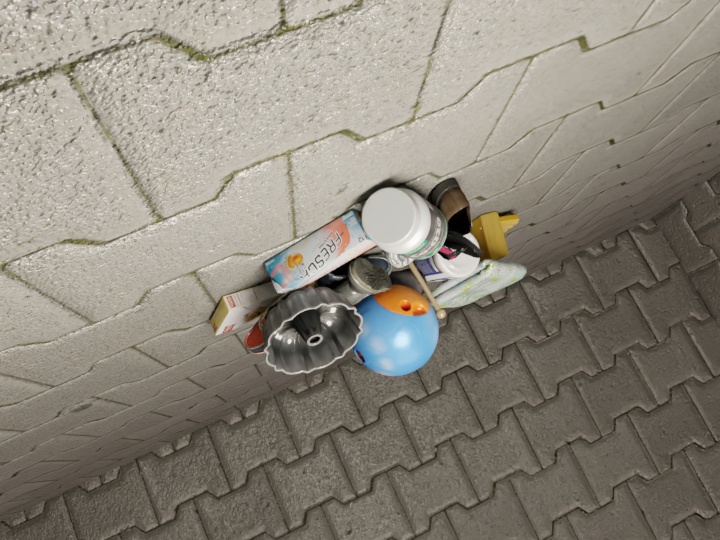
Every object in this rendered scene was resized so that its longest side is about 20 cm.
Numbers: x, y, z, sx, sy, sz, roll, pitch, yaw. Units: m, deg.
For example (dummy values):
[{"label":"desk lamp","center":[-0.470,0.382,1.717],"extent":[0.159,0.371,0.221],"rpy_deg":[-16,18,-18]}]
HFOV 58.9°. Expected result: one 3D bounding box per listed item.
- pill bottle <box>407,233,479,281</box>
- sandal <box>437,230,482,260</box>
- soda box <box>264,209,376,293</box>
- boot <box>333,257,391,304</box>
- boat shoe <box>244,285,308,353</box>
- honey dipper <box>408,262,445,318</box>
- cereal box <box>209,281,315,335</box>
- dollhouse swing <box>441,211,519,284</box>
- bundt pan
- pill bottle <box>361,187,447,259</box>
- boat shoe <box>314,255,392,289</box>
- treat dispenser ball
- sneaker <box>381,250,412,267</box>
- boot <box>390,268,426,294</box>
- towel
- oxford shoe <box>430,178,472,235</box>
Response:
[{"label":"pill bottle","center":[0.185,-0.032,1.499],"extent":[0.110,0.112,0.200],"rpy_deg":[-21,-178,-21]},{"label":"sandal","center":[0.151,-0.053,1.247],"extent":[0.045,0.199,0.075],"rpy_deg":[-58,142,-12]},{"label":"soda box","center":[-0.071,-0.031,1.154],"extent":[0.199,0.064,0.068],"rpy_deg":[-30,167,16]},{"label":"boot","center":[-0.049,0.052,1.315],"extent":[0.199,0.073,0.182],"rpy_deg":[-22,159,19]},{"label":"boat shoe","center":[-0.169,0.097,1.287],"extent":[0.200,0.071,0.062],"rpy_deg":[-38,151,19]},{"label":"honey dipper","center":[0.137,0.021,1.452],"extent":[0.038,0.201,0.038],"rpy_deg":[-30,169,-7]},{"label":"cereal box","center":[-0.206,0.069,1.338],"extent":[0.199,0.040,0.144],"rpy_deg":[-19,164,-30]},{"label":"dollhouse swing","center":[0.332,-0.043,1.692],"extent":[0.175,0.183,0.200],"rpy_deg":[7,151,-30]},{"label":"bundt pan","center":[-0.099,0.107,1.227],"extent":[0.201,0.076,0.203],"rpy_deg":[-17,139,-15]},{"label":"pill bottle","center":[0.079,-0.082,1.126],"extent":[0.113,0.114,0.200],"rpy_deg":[-30,167,17]},{"label":"boat shoe","center":[0.000,0.000,1.398],"extent":[0.199,0.071,0.091],"rpy_deg":[-18,164,-30]},{"label":"treat dispenser ball","center":[0.073,0.131,1.412],"extent":[0.200,0.202,0.201],"rpy_deg":[-24,167,-6]},{"label":"sneaker","center":[0.129,-0.084,1.377],"extent":[0.199,0.075,0.082],"rpy_deg":[-29,-155,-15]},{"label":"boot","center":[0.050,0.040,1.516],"extent":[0.131,0.070,0.199],"rpy_deg":[-16,-169,-41]},{"label":"towel","center":[0.283,0.033,1.546],"extent":[0.200,0.048,0.171],"rpy_deg":[-34,158,35]},{"label":"oxford shoe","center":[0.180,-0.088,1.265],"extent":[0.072,0.085,0.200],"rpy_deg":[-28,154,-7]}]
